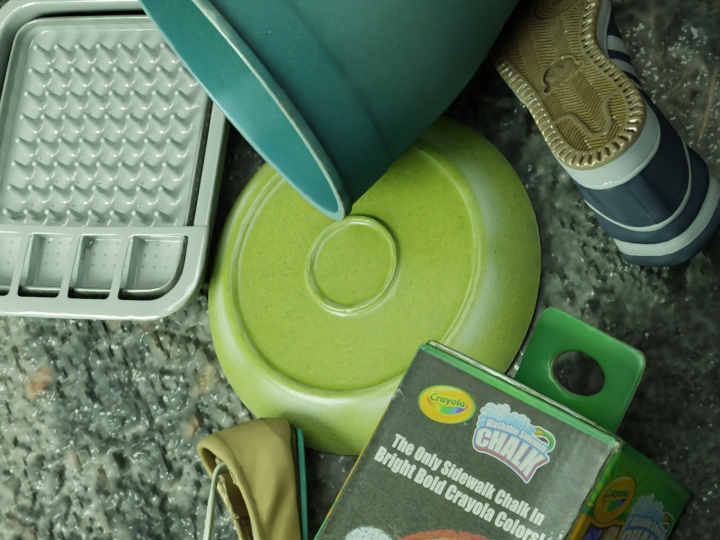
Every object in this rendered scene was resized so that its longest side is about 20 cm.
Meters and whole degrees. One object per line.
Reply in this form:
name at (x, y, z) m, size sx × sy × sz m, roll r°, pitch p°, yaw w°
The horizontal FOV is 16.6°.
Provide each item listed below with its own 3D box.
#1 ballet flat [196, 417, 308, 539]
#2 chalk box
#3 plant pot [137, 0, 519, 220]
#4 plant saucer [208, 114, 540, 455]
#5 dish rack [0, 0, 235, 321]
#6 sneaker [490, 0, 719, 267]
ballet flat at (-0.051, 0.174, 1.302) m, size 0.063 × 0.069 × 0.201 m, roll -3°, pitch 61°, yaw -12°
chalk box at (0.075, 0.120, 1.236) m, size 0.125 × 0.124 × 0.200 m, roll 28°, pitch 85°, yaw 29°
plant pot at (-0.003, -0.163, 1.303) m, size 0.188 × 0.200 × 0.200 m, roll -40°, pitch 62°, yaw -8°
plant saucer at (0.000, 0.000, 1.357) m, size 0.199 × 0.031 × 0.201 m, roll -7°, pitch 71°, yaw 22°
dish rack at (-0.149, -0.065, 1.436) m, size 0.171 × 0.044 × 0.201 m, roll 1°, pitch 75°, yaw 25°
sneaker at (0.133, -0.079, 1.311) m, size 0.070 × 0.109 × 0.200 m, roll -34°, pitch 33°, yaw 13°
